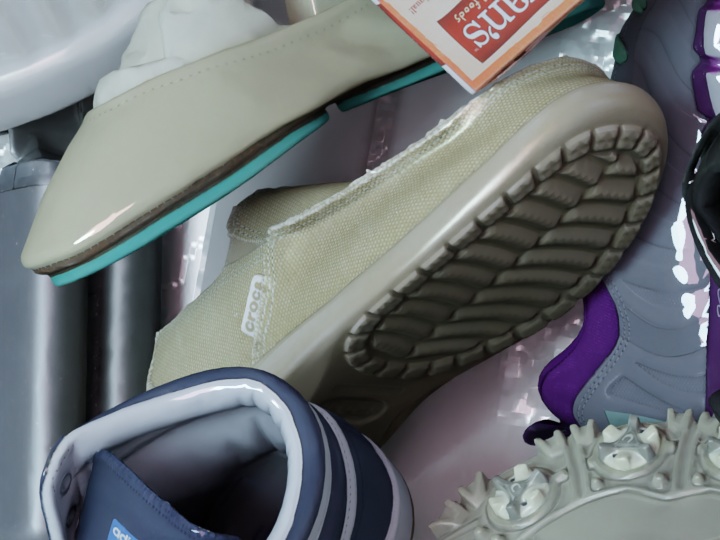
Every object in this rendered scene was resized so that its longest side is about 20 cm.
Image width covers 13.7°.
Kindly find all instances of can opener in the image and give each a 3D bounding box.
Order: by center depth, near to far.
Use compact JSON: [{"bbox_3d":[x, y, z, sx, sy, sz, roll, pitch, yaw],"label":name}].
[{"bbox_3d":[-0.094,-0.013,0.893,0.067,0.053,0.201,-9,78,48],"label":"can opener"}]

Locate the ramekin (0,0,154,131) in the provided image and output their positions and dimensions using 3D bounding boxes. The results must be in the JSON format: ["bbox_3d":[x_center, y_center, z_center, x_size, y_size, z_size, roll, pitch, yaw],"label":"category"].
[{"bbox_3d":[-0.126,-0.145,0.849,0.199,0.105,0.201,-9,56,13],"label":"ramekin"}]

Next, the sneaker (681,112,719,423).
[{"bbox_3d":[0.124,-0.036,0.736,0.090,0.076,0.201,13,54,-15],"label":"sneaker"}]

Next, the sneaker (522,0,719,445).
[{"bbox_3d":[0.083,-0.048,0.826,0.087,0.074,0.201,0,82,23],"label":"sneaker"}]

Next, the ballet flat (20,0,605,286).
[{"bbox_3d":[-0.020,-0.063,0.819,0.199,0.070,0.070,-29,70,-30],"label":"ballet flat"}]

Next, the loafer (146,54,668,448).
[{"bbox_3d":[0.000,0.000,0.818,0.200,0.075,0.069,-41,58,31],"label":"loafer"}]

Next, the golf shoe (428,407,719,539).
[{"bbox_3d":[0.119,0.089,0.779,0.199,0.098,0.079,-4,44,13],"label":"golf shoe"}]

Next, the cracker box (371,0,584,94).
[{"bbox_3d":[-0.007,-0.158,0.778,0.200,0.134,0.058,42,127,-10],"label":"cracker box"}]

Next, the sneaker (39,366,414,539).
[{"bbox_3d":[-0.065,0.112,0.748,0.070,0.109,0.200,31,80,21],"label":"sneaker"}]
